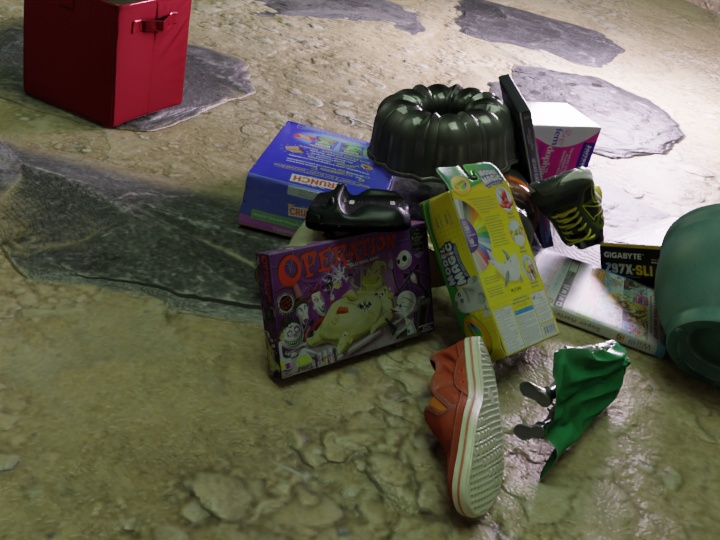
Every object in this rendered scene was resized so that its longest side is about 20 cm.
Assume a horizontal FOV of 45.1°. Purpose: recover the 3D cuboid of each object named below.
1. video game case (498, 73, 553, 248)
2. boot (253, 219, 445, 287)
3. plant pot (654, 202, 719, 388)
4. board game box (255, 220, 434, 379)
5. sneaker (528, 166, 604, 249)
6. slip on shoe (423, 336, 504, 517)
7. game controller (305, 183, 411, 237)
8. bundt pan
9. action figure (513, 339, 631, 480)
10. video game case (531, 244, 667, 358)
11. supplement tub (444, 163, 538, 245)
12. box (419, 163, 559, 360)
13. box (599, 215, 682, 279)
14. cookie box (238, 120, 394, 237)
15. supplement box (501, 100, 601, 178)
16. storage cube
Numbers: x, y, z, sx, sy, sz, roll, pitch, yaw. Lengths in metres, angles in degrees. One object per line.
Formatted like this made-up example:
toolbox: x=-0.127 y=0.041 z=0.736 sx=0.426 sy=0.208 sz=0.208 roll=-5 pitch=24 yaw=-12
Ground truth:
video game case: x=0.224 y=-0.149 z=1.176 sx=0.019 sy=0.201 sz=0.143 roll=-13 pitch=30 yaw=5
boot: x=0.000 y=0.000 z=0.949 sx=0.199 sy=0.072 sz=0.155 roll=14 pitch=27 yaw=17
plant pot: x=0.407 y=0.044 z=0.937 sx=0.200 sy=0.201 sz=0.134 roll=23 pitch=58 yaw=18
board game box: x=-0.009 y=0.024 z=0.859 sx=0.199 sy=0.121 sz=0.032 roll=-14 pitch=10 yaw=-38
sneaker: x=0.272 y=-0.074 z=1.090 sx=0.074 sy=0.085 sz=0.200 roll=-18 pitch=-12 yaw=29
slip on shoe: x=0.088 y=0.137 z=0.768 sx=0.061 sy=0.074 sz=0.200 roll=-18 pitch=32 yaw=17
game controller: x=0.000 y=-0.062 z=0.913 sx=0.104 sy=0.042 sz=0.200 roll=10 pitch=11 yaw=0
bundt pan: x=0.108 y=-0.188 z=1.124 sx=0.201 sy=0.076 sz=0.202 roll=1 pitch=30 yaw=0
action figure: x=0.213 y=0.110 z=0.832 sx=0.055 sy=0.119 sz=0.200 roll=18 pitch=19 yaw=35
video game case: x=0.279 y=0.031 z=1.058 sx=0.199 sy=0.018 sz=0.143 roll=21 pitch=30 yaw=15
supplement tub: x=0.171 y=-0.091 z=1.137 sx=0.106 sy=0.107 sz=0.200 roll=8 pitch=29 yaw=-8
box: x=0.132 y=-0.013 z=0.905 sx=0.048 sy=0.201 sz=0.117 roll=-20 pitch=-5 yaw=41
box: x=0.436 y=-0.031 z=1.134 sx=0.199 sy=0.050 sz=0.159 roll=-17 pitch=17 yaw=-40
cookie box: x=-0.046 y=-0.111 z=1.119 sx=0.170 sy=0.075 sz=0.200 roll=15 pitch=29 yaw=3
supplement box: x=0.262 y=-0.204 z=1.371 sx=0.199 sy=0.102 sz=0.103 roll=-5 pitch=34 yaw=-27
storage cube: x=-0.373 y=-0.337 z=1.282 sx=0.199 sy=0.180 sz=0.171 roll=24 pitch=31 yaw=18
